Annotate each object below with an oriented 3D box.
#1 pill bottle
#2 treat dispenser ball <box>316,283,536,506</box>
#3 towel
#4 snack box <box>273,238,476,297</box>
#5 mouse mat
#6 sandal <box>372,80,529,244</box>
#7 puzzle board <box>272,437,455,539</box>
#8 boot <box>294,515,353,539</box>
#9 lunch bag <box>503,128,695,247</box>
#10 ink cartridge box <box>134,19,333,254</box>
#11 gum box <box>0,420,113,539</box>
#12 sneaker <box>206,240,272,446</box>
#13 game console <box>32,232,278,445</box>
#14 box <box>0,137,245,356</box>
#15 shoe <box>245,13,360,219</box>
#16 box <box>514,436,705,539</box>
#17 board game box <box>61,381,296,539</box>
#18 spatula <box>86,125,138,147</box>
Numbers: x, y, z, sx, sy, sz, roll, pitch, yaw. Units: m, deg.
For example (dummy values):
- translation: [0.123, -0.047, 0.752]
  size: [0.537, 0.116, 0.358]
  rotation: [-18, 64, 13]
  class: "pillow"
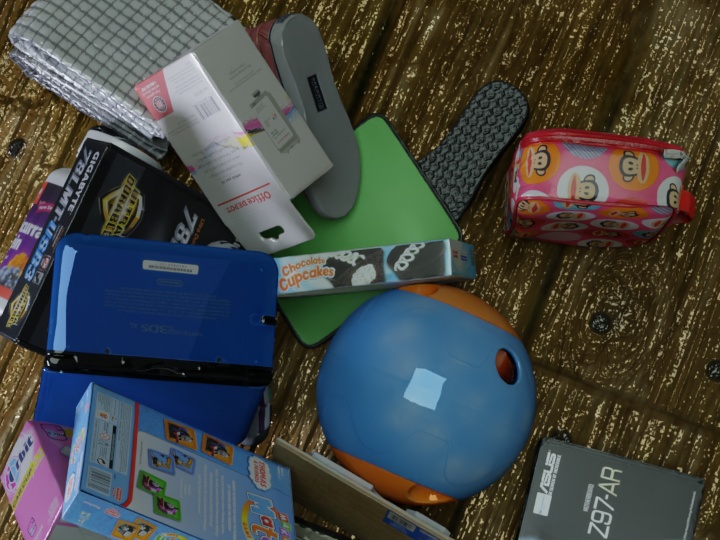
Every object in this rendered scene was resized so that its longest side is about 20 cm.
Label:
- translation: [-0.273, -0.030, 1.343]
  size: [0.111, 0.111, 0.201]
  rotation: [25, 81, 7]
  class: "pill bottle"
- translation: [0.060, 0.112, 1.254]
  size: [0.200, 0.201, 0.202]
  rotation: [0, 79, 3]
  class: "treat dispenser ball"
- translation: [-0.226, -0.223, 1.378]
  size: [0.200, 0.086, 0.166]
  rotation: [34, 63, 4]
  class: "towel"
- translation: [0.000, 0.000, 1.291]
  size: [0.199, 0.116, 0.037]
  rotation: [-6, 86, 15]
  class: "snack box"
- translation: [-0.017, -0.039, 1.361]
  size: [0.200, 0.008, 0.161]
  rotation: [-35, 80, 11]
  class: "mouse mat"
- translation: [0.094, -0.097, 1.365]
  size: [0.075, 0.048, 0.200]
  rotation: [44, 92, 11]
  class: "sandal"
- translation: [0.008, 0.222, 1.264]
  size: [0.199, 0.151, 0.017]
  rotation: [29, 67, 7]
  class: "puzzle board"
- translation: [-0.102, 0.326, 1.297]
  size: [0.181, 0.073, 0.201]
  rotation: [21, 88, 8]
  class: "boot"
- translation: [0.226, -0.070, 1.283]
  size: [0.175, 0.200, 0.082]
  rotation: [6, 81, 1]
  class: "lunch bag"
- translation: [-0.107, -0.117, 1.278]
  size: [0.067, 0.116, 0.200]
  rotation: [-42, 106, -35]
  class: "ink cartridge box"
- translation: [-0.198, 0.203, 1.200]
  size: [0.066, 0.199, 0.114]
  rotation: [-60, 39, 16]
  class: "gum box"
- translation: [-0.144, 0.076, 1.307]
  size: [0.087, 0.074, 0.201]
  rotation: [-15, 99, -30]
  class: "sneaker"
- translation: [-0.186, 0.067, 1.242]
  size: [0.199, 0.118, 0.172]
  rotation: [6, 80, -17]
  class: "game console"
- translation: [-0.214, 0.006, 1.298]
  size: [0.050, 0.198, 0.201]
  rotation: [17, 80, 48]
  class: "box"
- translation: [-0.066, -0.147, 1.345]
  size: [0.071, 0.091, 0.201]
  rotation: [-25, 106, -40]
  class: "shoe"
- translation: [0.223, 0.273, 1.296]
  size: [0.159, 0.044, 0.201]
  rotation: [15, 81, 5]
  class: "box"
- translation: [-0.147, 0.185, 1.154]
  size: [0.199, 0.151, 0.037]
  rotation: [26, 113, -19]
  class: "board game box"
- translation: [-0.181, -0.133, 1.403]
  size: [0.199, 0.021, 0.057]
  rotation: [2, 69, 5]
  class: "spatula"
